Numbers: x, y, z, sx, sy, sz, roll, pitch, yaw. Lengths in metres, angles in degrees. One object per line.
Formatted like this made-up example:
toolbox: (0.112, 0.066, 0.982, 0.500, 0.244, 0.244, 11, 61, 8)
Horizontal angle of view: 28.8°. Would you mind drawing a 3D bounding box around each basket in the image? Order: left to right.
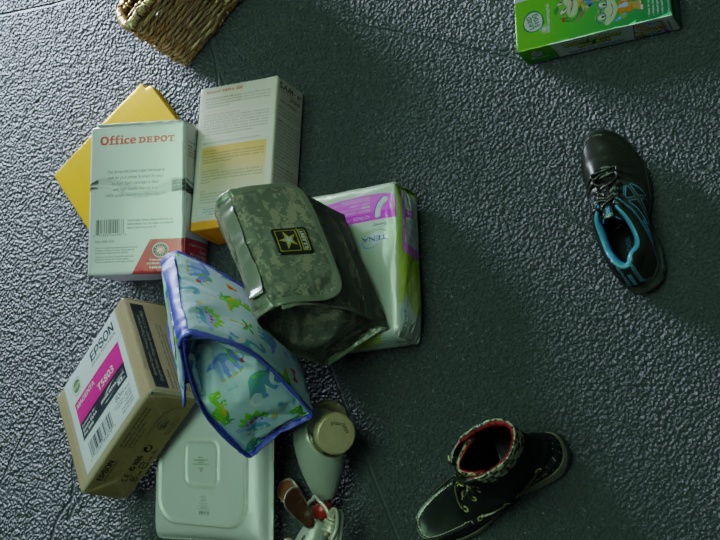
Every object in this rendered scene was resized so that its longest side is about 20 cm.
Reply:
basket: (-0.259, -0.416, 1.945, 0.200, 0.149, 0.143, -49, 59, 9)

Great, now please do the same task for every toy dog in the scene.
toy dog: (-0.069, 0.244, 1.667, 0.095, 0.132, 0.203, 11, 70, -9)

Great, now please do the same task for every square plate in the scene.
square plate: (-0.190, 0.241, 1.755, 0.198, 0.028, 0.201, -3, 85, 37)

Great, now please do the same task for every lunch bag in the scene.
lunch bag: (-0.160, 0.089, 1.627, 0.127, 0.201, 0.171, -32, 36, 6)
lunch bag: (-0.076, -0.002, 1.613, 0.117, 0.199, 0.165, -33, 61, 19)

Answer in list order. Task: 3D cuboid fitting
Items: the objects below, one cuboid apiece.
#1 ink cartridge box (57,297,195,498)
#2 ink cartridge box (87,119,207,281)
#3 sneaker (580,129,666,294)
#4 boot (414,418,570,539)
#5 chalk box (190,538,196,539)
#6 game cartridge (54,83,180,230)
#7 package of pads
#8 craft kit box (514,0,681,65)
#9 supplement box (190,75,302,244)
ink cartridge box: (-0.303, 0.165, 1.796, 0.201, 0.074, 0.166, -54, 44, 28)
ink cartridge box: (-0.282, -0.092, 1.874, 0.142, 0.084, 0.203, -2, 84, 18)
sneaker: (0.291, -0.077, 1.576, 0.073, 0.082, 0.202, -25, 64, 23)
boot: (0.120, 0.230, 1.541, 0.202, 0.153, 0.074, -34, 62, 16)
chalk box: (-0.204, 0.441, 1.680, 0.200, 0.125, 0.124, -46, 60, 9)
game cartridge: (-0.323, -0.143, 1.974, 0.200, 0.032, 0.177, -43, 60, 9)
package of pads: (0.000, 0.000, 1.727, 0.153, 0.068, 0.203, -9, 72, 28)
craft kit box: (0.280, -0.368, 1.691, 0.195, 0.048, 0.203, -12, 70, 29)
supplement box: (-0.149, -0.144, 1.847, 0.125, 0.073, 0.203, -5, 74, 28)
